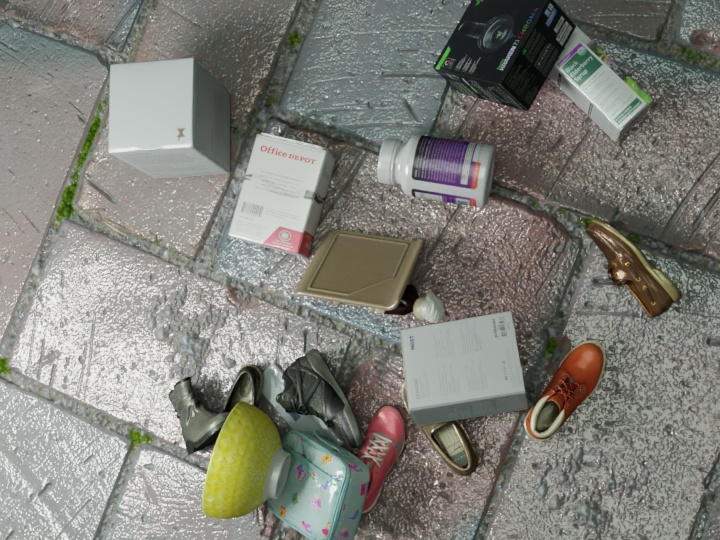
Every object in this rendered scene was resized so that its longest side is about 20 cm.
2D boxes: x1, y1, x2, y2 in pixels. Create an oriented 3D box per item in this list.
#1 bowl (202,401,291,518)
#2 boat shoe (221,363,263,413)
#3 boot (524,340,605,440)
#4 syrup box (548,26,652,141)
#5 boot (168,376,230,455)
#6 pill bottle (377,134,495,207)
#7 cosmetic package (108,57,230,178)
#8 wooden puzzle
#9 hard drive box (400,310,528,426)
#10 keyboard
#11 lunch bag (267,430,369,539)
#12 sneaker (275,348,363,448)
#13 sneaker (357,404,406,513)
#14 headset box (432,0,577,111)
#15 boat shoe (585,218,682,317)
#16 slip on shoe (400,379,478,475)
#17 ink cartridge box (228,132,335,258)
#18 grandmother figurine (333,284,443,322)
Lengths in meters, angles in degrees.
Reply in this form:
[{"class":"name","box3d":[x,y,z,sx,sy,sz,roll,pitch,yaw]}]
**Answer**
[{"class":"bowl","box3d":[-0.180,0.334,1.526,0.107,0.200,0.202,15,86,9]},{"class":"boat shoe","box3d":[-0.227,0.272,1.650,0.072,0.065,0.202,8,88,11]},{"class":"boot","box3d":[0.351,0.204,1.524,0.075,0.107,0.201,34,89,15]},{"class":"syrup box","box3d":[0.413,-0.332,1.594,0.079,0.081,0.200,-42,78,2]},{"class":"boot","box3d":[-0.296,0.250,1.617,0.067,0.200,0.132,-19,80,-33]},{"class":"pill bottle","box3d":[0.136,-0.182,1.615,0.198,0.111,0.113,10,85,12]},{"class":"cosmetic package","box3d":[-0.351,-0.278,1.682,0.166,0.200,0.168,-2,82,10]},{"class":"wooden puzzle","box3d":[0.000,0.000,1.603,0.198,0.037,0.186,5,41,19]},{"class":"hard drive box","box3d":[0.177,0.168,1.551,0.198,0.077,0.157,-9,59,9]},{"class":"keyboard","box3d":[-0.116,0.261,1.662,0.056,0.011,0.200,-45,76,8]},{"class":"lunch bag","box3d":[-0.077,0.368,1.559,0.199,0.077,0.162,19,95,48]},{"class":"sneaker","box3d":[-0.077,0.246,1.601,0.114,0.076,0.200,-30,68,-13]},{"class":"sneaker","box3d":[0.027,0.336,1.581,0.073,0.087,0.202,19,87,12]},{"class":"headset box","box3d":[0.247,-0.395,1.590,0.200,0.092,0.175,31,91,51]},{"class":"boat shoe","box3d":[0.457,-0.004,1.546,0.068,0.072,0.200,-43,79,1]},{"class":"slip on shoe","box3d":[0.137,0.270,1.580,0.076,0.061,0.201,-32,76,6]},{"class":"ink cartridge box","box3d":[-0.144,-0.140,1.681,0.144,0.085,0.202,15,88,13]},{"class":"grandmother figurine","box3d":[0.058,0.052,1.604,0.198,0.121,0.061,13,128,27]}]
